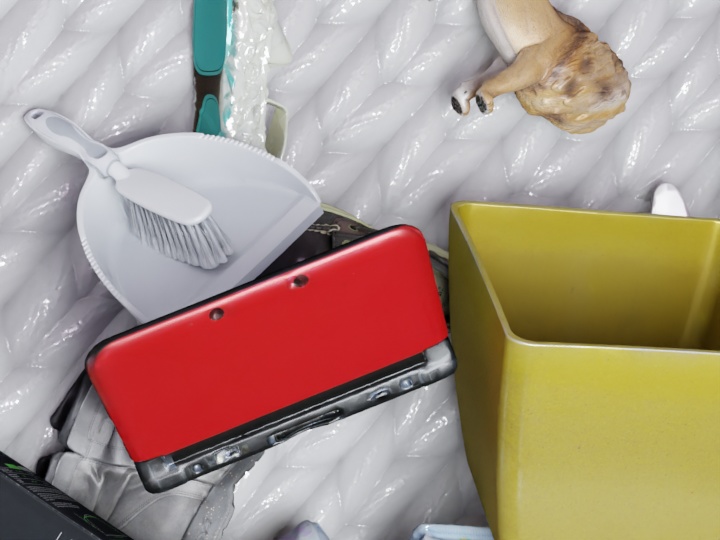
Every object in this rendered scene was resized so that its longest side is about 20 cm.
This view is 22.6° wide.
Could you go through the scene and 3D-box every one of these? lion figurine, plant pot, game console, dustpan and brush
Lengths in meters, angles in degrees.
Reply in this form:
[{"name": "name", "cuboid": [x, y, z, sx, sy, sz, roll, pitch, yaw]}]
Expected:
[{"name": "lion figurine", "cuboid": [0.101, -0.177, 1.224, 0.122, 0.072, 0.201, -28, 98, -20]}, {"name": "plant pot", "cuboid": [0.157, 0.081, 1.139, 0.199, 0.200, 0.177, 3, 115, -10]}, {"name": "game console", "cuboid": [-0.056, 0.037, 1.068, 0.199, 0.172, 0.119, -21, 108, -4]}, {"name": "dustpan and brush", "cuboid": [-0.140, -0.050, 1.124, 0.140, 0.200, 0.057, -44, 138, -24]}]

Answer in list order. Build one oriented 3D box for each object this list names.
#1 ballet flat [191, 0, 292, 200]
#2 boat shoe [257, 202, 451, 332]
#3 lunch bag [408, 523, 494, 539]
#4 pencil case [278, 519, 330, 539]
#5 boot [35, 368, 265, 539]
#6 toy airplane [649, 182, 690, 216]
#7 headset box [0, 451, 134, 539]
[{"name": "ballet flat", "cuboid": [-0.077, -0.120, 1.182, 0.071, 0.072, 0.201, 2, 101, -17]}, {"name": "boat shoe", "cuboid": [0.000, 0.000, 1.187, 0.199, 0.065, 0.074, 8, 99, -33]}, {"name": "lunch bag", "cuboid": [0.115, 0.261, 1.168, 0.199, 0.127, 0.170, 10, 60, -20]}, {"name": "pencil case", "cuboid": [-0.094, 0.240, 1.179, 0.199, 0.091, 0.083, -27, 80, -3]}, {"name": "boot", "cuboid": [-0.125, 0.091, 1.183, 0.131, 0.070, 0.201, 28, 82, -12]}, {"name": "toy airplane", "cuboid": [0.291, 0.001, 1.258, 0.199, 0.141, 0.200, -36, 104, -10]}, {"name": "headset box", "cuboid": [-0.254, 0.198, 1.104, 0.199, 0.093, 0.175, 31, 85, 10]}]
